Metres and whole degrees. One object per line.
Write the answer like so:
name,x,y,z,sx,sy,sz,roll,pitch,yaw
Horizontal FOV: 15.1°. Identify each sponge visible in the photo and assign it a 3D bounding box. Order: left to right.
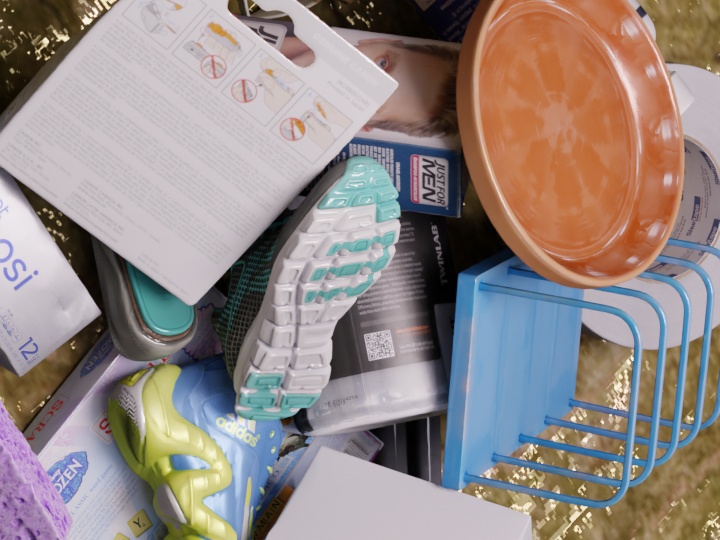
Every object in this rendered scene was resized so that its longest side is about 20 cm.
sponge,-0.282,0.136,1.608,0.200,0.030,0.112,-16,121,20

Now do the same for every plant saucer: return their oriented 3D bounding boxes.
plant saucer,0.125,-0.087,1.657,0.200,0.032,0.201,14,71,-45

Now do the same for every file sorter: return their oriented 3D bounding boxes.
file sorter,0.150,0.058,1.738,0.200,0.123,0.139,-27,124,-62

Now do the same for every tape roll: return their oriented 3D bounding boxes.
tape roll,0.194,-0.048,1.903,0.200,0.066,0.201,-5,100,-29

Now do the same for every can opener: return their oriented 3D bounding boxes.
can opener,0.037,0.084,1.836,0.053,0.067,0.200,-8,102,-27

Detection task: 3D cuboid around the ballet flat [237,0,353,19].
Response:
ballet flat,-0.082,-0.186,1.725,0.200,0.069,0.063,-7,116,-27

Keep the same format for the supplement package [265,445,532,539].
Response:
supplement package,0.018,0.247,1.737,0.200,0.151,0.152,82,31,-50

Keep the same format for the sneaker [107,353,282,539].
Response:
sneaker,-0.082,0.144,1.727,0.105,0.076,0.200,-27,110,-23

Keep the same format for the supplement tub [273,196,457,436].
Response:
supplement tub,0.000,0.000,1.750,0.122,0.123,0.200,-8,84,-28

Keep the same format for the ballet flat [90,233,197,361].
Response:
ballet flat,-0.151,-0.039,1.706,0.067,0.064,0.200,-5,77,-32

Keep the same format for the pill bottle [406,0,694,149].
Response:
pill bottle,0.120,-0.158,1.776,0.116,0.116,0.200,-40,91,-17

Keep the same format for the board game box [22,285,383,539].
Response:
board game box,-0.114,0.129,1.773,0.200,0.041,0.200,45,76,-28

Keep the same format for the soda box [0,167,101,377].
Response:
soda box,-0.243,-0.036,1.659,0.068,0.063,0.200,-39,115,-16

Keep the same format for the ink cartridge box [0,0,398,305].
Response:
ink cartridge box,-0.099,-0.097,1.605,0.160,0.047,0.200,38,113,-16

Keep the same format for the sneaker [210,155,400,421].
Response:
sneaker,-0.044,-0.003,1.655,0.078,0.091,0.200,0,134,-35

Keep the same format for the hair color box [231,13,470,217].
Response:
hair color box,-0.027,-0.098,1.669,0.061,0.200,0.100,89,12,-46
